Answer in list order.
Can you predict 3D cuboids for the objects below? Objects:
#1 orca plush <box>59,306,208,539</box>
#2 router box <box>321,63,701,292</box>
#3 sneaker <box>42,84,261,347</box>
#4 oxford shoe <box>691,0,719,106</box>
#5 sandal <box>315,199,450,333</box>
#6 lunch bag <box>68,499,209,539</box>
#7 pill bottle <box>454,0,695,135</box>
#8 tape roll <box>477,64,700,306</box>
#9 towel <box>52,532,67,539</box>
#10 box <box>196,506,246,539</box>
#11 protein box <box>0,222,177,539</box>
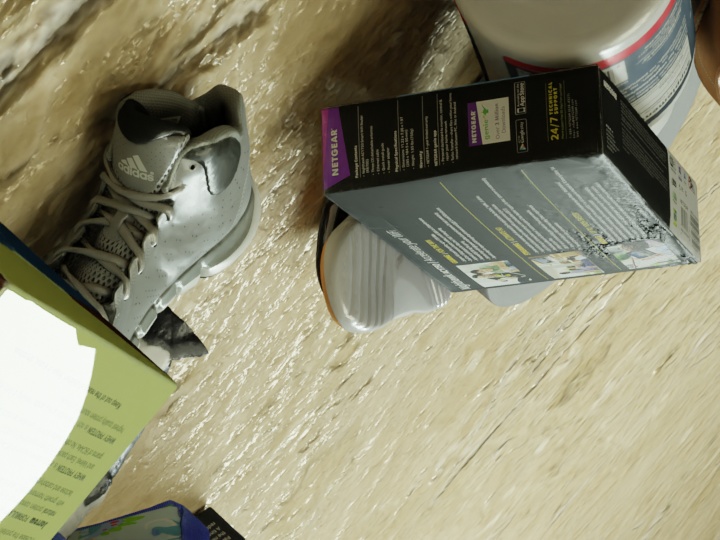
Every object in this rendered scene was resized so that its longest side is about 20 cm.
[{"bbox_3d":[-0.167,0.084,1.226,0.105,0.071,0.201,29,94,-26],"label":"orca plush"},{"bbox_3d":[0.083,-0.043,1.316,0.200,0.148,0.052,37,49,-64],"label":"router box"},{"bbox_3d":[-0.116,-0.017,1.117,0.200,0.075,0.116,-49,159,-36],"label":"sneaker"},{"bbox_3d":[0.214,-0.154,1.316,0.071,0.072,0.201,-9,147,-5],"label":"oxford shoe"},{"bbox_3d":[-0.001,-0.008,1.377,0.206,0.059,0.080,-20,102,-70],"label":"sandal"},{"bbox_3d":[-0.150,0.209,1.273,0.200,0.128,0.170,-42,-167,0],"label":"lunch bag"},{"bbox_3d":[0.117,-0.133,1.330,0.120,0.119,0.200,-48,162,-5],"label":"pill bottle"},{"bbox_3d":[0.121,-0.076,1.527,0.200,0.066,0.201,-43,160,-19],"label":"tape roll"},{"bbox_3d":[-0.211,0.192,1.173,0.200,0.145,0.024,-48,-173,1],"label":"towel"},{"bbox_3d":[-0.081,0.294,1.561,0.123,0.198,0.201,-34,156,-38],"label":"box"},{"bbox_3d":[-0.206,0.061,0.943,0.200,0.135,0.199,-50,162,-1],"label":"protein box"}]
